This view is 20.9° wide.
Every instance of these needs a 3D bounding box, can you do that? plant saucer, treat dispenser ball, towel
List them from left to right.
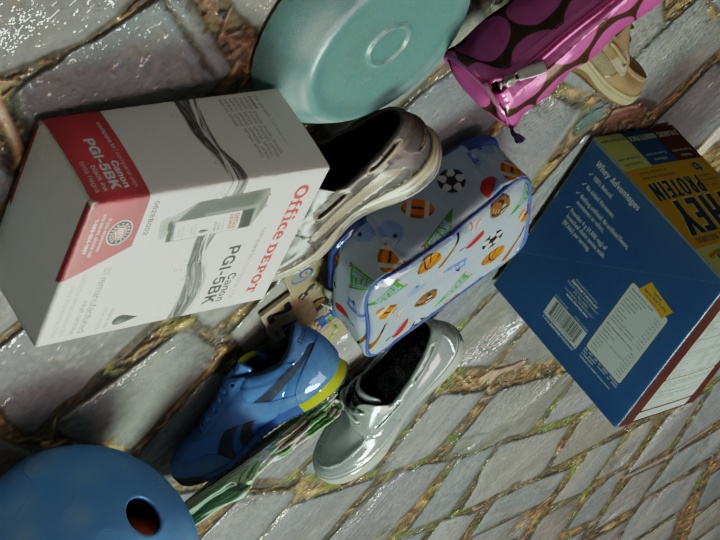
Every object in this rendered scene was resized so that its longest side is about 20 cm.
[{"bbox_3d":[-0.228,0.242,1.578,0.200,0.201,0.201,-31,154,-17],"label":"treat dispenser ball"},{"bbox_3d":[-0.107,0.185,1.761,0.152,0.023,0.200,-35,-178,32],"label":"towel"},{"bbox_3d":[0.012,-0.173,1.415,0.200,0.036,0.200,-31,154,-18],"label":"plant saucer"}]

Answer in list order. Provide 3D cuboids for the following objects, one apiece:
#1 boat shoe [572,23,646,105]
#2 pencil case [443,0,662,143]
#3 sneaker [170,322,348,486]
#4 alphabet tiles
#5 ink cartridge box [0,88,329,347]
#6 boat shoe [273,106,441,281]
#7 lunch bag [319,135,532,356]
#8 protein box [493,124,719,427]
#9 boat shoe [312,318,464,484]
[{"bbox_3d":[0.196,-0.191,1.600,0.065,0.071,0.200,-47,153,14],"label":"boat shoe"},{"bbox_3d":[0.162,-0.193,1.470,0.200,0.091,0.094,-42,-178,1],"label":"pencil case"},{"bbox_3d":[-0.106,0.114,1.721,0.200,0.066,0.078,-37,118,21],"label":"sneaker"},{"bbox_3d":[0.000,0.000,1.726,0.200,0.006,0.167,-37,155,-7],"label":"alphabet tiles"},{"bbox_3d":[-0.139,-0.039,1.354,0.199,0.083,0.147,-12,144,-37],"label":"ink cartridge box"},{"bbox_3d":[-0.035,-0.065,1.494,0.200,0.075,0.073,-34,140,4],"label":"boat shoe"},{"bbox_3d":[0.055,-0.017,1.680,0.200,0.076,0.160,-33,157,-16],"label":"lunch bag"},{"bbox_3d":[0.274,0.003,1.883,0.135,0.199,0.200,-12,144,-46],"label":"protein box"},{"bbox_3d":[0.014,0.121,1.889,0.201,0.070,0.071,-48,144,9],"label":"boat shoe"}]
